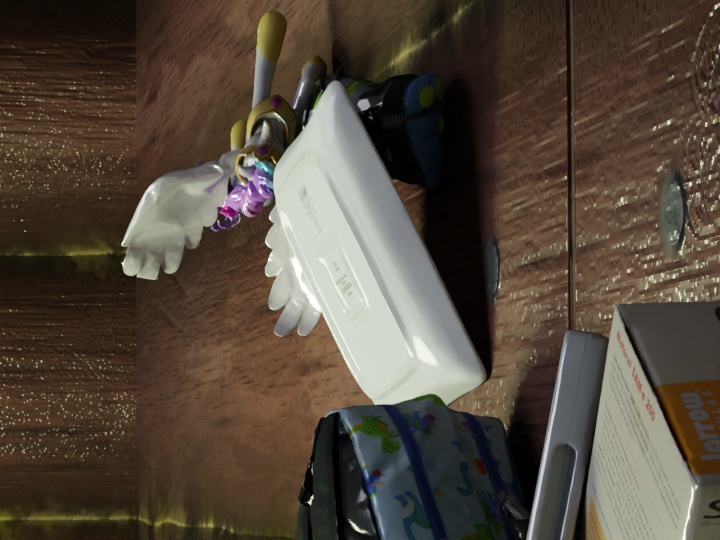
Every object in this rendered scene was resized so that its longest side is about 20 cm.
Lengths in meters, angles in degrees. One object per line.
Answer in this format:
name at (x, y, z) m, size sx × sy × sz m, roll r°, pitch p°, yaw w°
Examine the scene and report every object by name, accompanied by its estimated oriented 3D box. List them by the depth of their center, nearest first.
supplement box at (0.134, 0.128, 1.016) m, size 0.126 × 0.073 × 0.201 m, roll -106°, pitch 19°, yaw -57°
video game case at (0.086, 0.127, 1.149) m, size 0.200 × 0.022 × 0.183 m, roll 50°, pitch -129°, yaw -79°
backpack at (0.031, 0.165, 1.412) m, size 0.200 × 0.153 × 0.163 m, roll 59°, pitch 156°, yaw 27°
plate at (0.000, 0.000, 1.604) m, size 0.201 × 0.032 × 0.200 m, roll 64°, pitch 165°, yaw 6°
sneaker at (0.006, -0.088, 1.640) m, size 0.200 × 0.082 × 0.071 m, roll -166°, pitch 77°, yaw -78°
pony figurine at (-0.080, -0.072, 1.967) m, size 0.200 × 0.166 × 0.194 m, roll -79°, pitch 6°, yaw -56°
